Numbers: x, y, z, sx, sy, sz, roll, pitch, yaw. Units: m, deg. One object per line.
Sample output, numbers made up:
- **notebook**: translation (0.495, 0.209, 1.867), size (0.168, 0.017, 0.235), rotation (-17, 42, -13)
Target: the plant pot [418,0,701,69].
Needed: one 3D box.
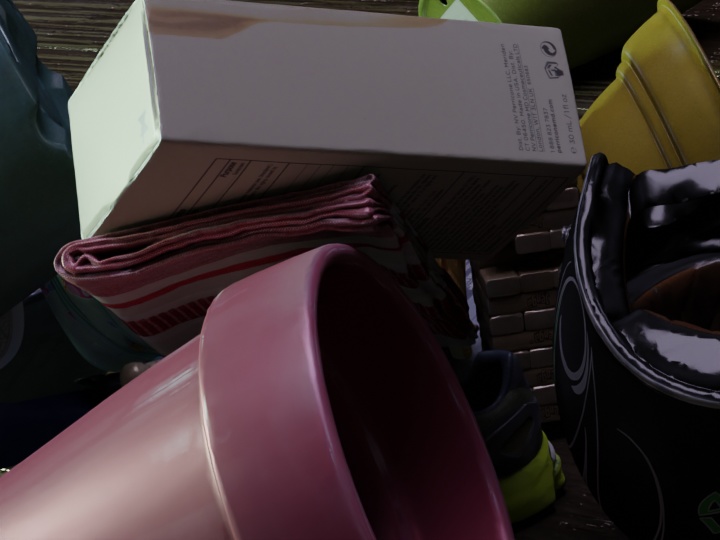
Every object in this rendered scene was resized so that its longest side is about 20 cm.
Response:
- **plant pot**: translation (0.140, -0.220, 1.901), size (0.187, 0.188, 0.200), rotation (11, 45, 47)

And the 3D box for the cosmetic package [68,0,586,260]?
- **cosmetic package**: translation (-0.015, -0.059, 1.125), size (0.199, 0.072, 0.105), rotation (3, -25, -27)

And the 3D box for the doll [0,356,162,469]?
- **doll**: translation (-0.118, 0.070, 1.333), size (0.199, 0.049, 0.137), rotation (-10, -20, -9)

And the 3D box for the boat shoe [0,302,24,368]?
- **boat shoe**: translation (-0.230, -0.036, 1.375), size (0.073, 0.201, 0.067), rotation (-32, -8, 11)

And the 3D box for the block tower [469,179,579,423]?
- **block tower**: translation (0.082, -0.017, 1.315), size (0.057, 0.201, 0.054), rotation (-8, 19, -5)

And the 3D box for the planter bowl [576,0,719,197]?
- **planter bowl**: translation (0.157, -0.031, 1.340), size (0.083, 0.201, 0.201), rotation (-24, 20, 2)

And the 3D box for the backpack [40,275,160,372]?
- **backpack**: translation (-0.085, -0.026, 1.394), size (0.126, 0.167, 0.200), rotation (-36, -1, 25)

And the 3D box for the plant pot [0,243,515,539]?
- **plant pot**: translation (-0.050, 0.113, 1.082), size (0.178, 0.201, 0.200), rotation (-23, 16, 18)

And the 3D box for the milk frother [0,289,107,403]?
- **milk frother**: translation (-0.216, 0.013, 1.514), size (0.199, 0.181, 0.188), rotation (9, 37, -50)

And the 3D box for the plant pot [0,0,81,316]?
- **plant pot**: translation (-0.230, -0.038, 1.252), size (0.195, 0.201, 0.200), rotation (-32, 20, 3)

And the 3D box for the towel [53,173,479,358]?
- **towel**: translation (-0.035, 0.014, 1.172), size (0.143, 0.023, 0.200), rotation (-12, -21, 12)

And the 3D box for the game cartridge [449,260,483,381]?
- **game cartridge**: translation (0.037, 0.034, 1.443), size (0.132, 0.041, 0.200), rotation (-4, 21, 29)

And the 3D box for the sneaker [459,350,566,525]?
- **sneaker**: translation (0.003, 0.096, 1.226), size (0.199, 0.081, 0.074), rotation (-23, 23, -28)

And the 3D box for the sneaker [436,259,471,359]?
- **sneaker**: translation (0.000, 0.000, 1.288), size (0.089, 0.075, 0.200), rotation (-8, -20, 11)

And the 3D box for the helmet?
- **helmet**: translation (0.173, 0.039, 1.130), size (0.199, 0.191, 0.201), rotation (-6, 55, 9)
